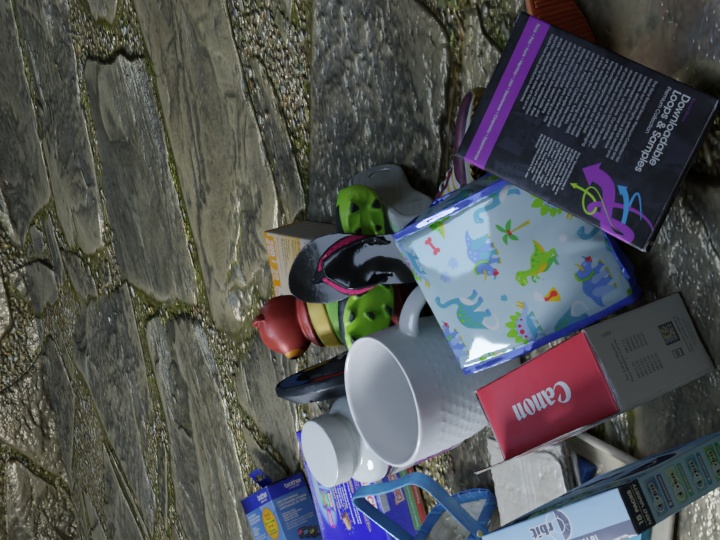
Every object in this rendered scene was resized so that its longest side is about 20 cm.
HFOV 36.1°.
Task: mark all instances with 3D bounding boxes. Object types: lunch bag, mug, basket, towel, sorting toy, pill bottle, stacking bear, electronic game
[{"bbox_3d":[0.160,-0.016,1.103,0.199,0.127,0.172,-25,99,41],"label":"lunch bag"},{"bbox_3d":[0.091,0.100,1.251,0.147,0.173,0.204,27,125,50],"label":"mug"},{"bbox_3d":[0.096,0.323,1.346,0.199,0.140,0.176,39,151,-14],"label":"basket"},{"bbox_3d":[0.202,0.280,1.227,0.132,0.034,0.204,1,101,59],"label":"towel"},{"bbox_3d":[0.257,0.276,1.195,0.184,0.036,0.204,24,124,52],"label":"sorting toy"},{"bbox_3d":[0.030,0.195,1.368,0.112,0.197,0.114,30,128,49],"label":"pill bottle"},{"bbox_3d":[-0.035,0.051,1.389,0.121,0.197,0.116,39,-146,-71],"label":"stacking bear"},{"bbox_3d":[-0.014,0.123,1.407,0.199,0.198,0.042,-14,94,59],"label":"electronic game"}]

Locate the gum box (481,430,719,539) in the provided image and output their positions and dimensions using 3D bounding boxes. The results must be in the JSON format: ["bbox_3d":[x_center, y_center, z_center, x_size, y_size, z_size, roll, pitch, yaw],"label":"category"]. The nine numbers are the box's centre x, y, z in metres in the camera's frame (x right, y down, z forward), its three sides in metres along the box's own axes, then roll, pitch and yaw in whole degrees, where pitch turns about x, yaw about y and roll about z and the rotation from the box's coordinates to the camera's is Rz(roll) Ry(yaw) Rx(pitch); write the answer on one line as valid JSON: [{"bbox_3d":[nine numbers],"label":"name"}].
[{"bbox_3d":[0.235,0.212,1.016,0.169,0.198,0.045,-34,75,45],"label":"gum box"}]

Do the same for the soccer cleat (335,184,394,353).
[{"bbox_3d":[0.000,0.000,1.298,0.081,0.066,0.204,-154,62,-72],"label":"soccer cleat"}]

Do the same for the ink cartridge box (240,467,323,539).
[{"bbox_3d":[-0.127,0.424,1.846,0.136,0.075,0.203,-41,67,56],"label":"ink cartridge box"}]

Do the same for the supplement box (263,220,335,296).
[{"bbox_3d":[-0.050,0.006,1.534,0.199,0.073,0.128,10,113,56],"label":"supplement box"}]

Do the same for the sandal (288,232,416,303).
[{"bbox_3d":[0.000,-0.008,1.221,0.197,0.045,0.077,-11,93,27],"label":"sandal"}]

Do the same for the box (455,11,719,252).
[{"bbox_3d":[0.201,-0.124,0.989,0.198,0.036,0.145,30,102,23],"label":"box"}]

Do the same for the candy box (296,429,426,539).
[{"bbox_3d":[0.000,0.301,1.584,0.199,0.076,0.172,-14,90,60],"label":"candy box"}]

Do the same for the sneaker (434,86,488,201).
[{"bbox_3d":[0.116,-0.100,1.217,0.089,0.074,0.204,15,115,49],"label":"sneaker"}]

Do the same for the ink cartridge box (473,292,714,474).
[{"bbox_3d":[0.206,0.114,1.072,0.200,0.173,0.085,-42,69,55],"label":"ink cartridge box"}]

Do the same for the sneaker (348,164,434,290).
[{"bbox_3d":[0.046,-0.051,1.347,0.201,0.073,0.120,-130,20,-59],"label":"sneaker"}]

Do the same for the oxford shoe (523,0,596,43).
[{"bbox_3d":[0.190,-0.178,1.070,0.073,0.070,0.203,-15,91,63],"label":"oxford shoe"}]
